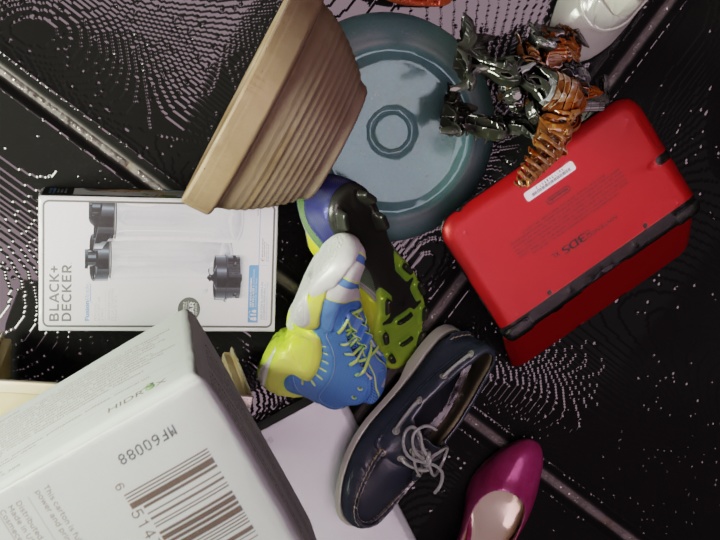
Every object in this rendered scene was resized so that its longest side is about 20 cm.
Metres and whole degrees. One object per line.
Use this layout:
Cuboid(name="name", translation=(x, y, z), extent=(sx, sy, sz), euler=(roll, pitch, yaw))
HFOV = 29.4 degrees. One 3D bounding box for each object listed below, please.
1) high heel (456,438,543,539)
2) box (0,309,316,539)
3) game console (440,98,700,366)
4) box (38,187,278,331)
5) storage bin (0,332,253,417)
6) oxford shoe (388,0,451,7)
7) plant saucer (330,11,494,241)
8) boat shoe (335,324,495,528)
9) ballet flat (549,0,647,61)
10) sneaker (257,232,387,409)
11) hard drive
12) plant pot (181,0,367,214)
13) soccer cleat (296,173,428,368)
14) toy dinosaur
Cuboid(name="high heel", translation=(0.115, 0.248, 1.236), extent=(0.067, 0.096, 0.201), euler=(34, 93, -13))
Cuboid(name="box", translation=(-0.150, 0.172, 0.938), extent=(0.199, 0.171, 0.200), euler=(-29, 106, -1))
Cuboid(name="game console", translation=(0.181, -0.029, 1.193), extent=(0.199, 0.119, 0.173), euler=(-35, 99, -3))
Cuboid(name="box", translation=(-0.171, -0.008, 1.161), extent=(0.198, 0.060, 0.118), euler=(2, 100, -10))
Cuboid(name="storage bin", translation=(-0.198, 0.116, 1.107), extent=(0.198, 0.199, 0.095), euler=(4, 98, -10))
Cuboid(name="oxford shoe", translation=(-0.009, -0.265, 1.145), extent=(0.199, 0.073, 0.072), euler=(14, 85, -30))
Cuboid(name="plant saucer", translation=(0.024, -0.121, 1.187), extent=(0.198, 0.036, 0.202), euler=(-2, 100, -10))
Cuboid(name="boat shoe", translation=(0.051, 0.143, 1.205), extent=(0.201, 0.062, 0.075), euler=(-54, 132, -10))
Cuboid(name="ballet flat", translation=(0.239, -0.263, 1.183), extent=(0.069, 0.069, 0.200), euler=(42, 91, -14))
Cuboid(name="sneaker", translation=(-0.011, 0.050, 1.142), extent=(0.105, 0.200, 0.076), euler=(26, 51, -5))
Cuboid(name="hard drive", translation=(-0.035, 0.220, 1.242), extent=(0.131, 0.026, 0.201), euler=(-28, 104, -4))
Cuboid(name="plant pot", translation=(-0.057, -0.122, 1.085), extent=(0.092, 0.201, 0.202), euler=(27, 95, -10))
Cuboid(name="soccer cleat", translation=(0.000, -0.001, 1.188), extent=(0.065, 0.083, 0.201), euler=(-42, 129, -25))
Cuboid(name="toy dinosaur", translation=(0.138, -0.144, 1.110), extent=(0.135, 0.200, 0.103), euler=(12, 113, 0))
